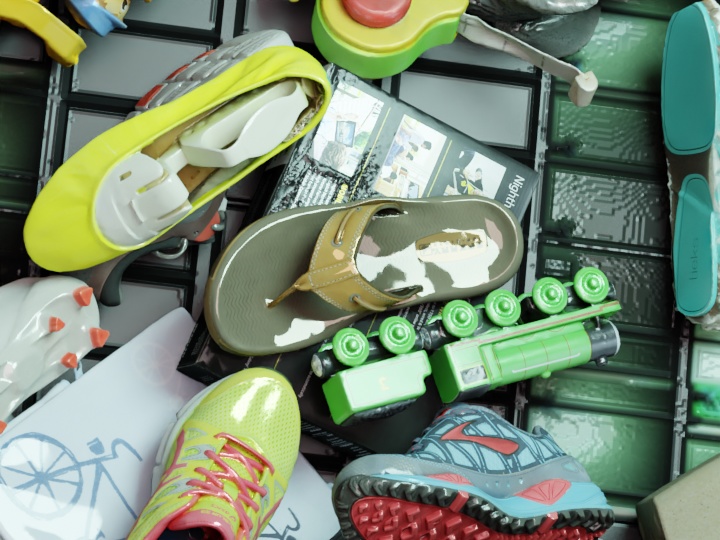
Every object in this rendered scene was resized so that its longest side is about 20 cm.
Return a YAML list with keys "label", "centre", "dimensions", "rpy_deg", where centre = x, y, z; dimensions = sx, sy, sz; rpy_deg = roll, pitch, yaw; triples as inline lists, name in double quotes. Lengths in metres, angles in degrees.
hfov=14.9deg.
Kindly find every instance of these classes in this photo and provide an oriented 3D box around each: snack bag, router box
- label: "snack bag"
  centre: [-0.114, 0.133, 1.585]
  dimensions: [0.189, 0.021, 0.200]
  rpy_deg: [50, 54, 2]
- label: "router box"
  centre: [0.000, 0.000, 1.630]
  dimensions: [0.149, 0.051, 0.200]
  rpy_deg: [27, 77, -14]

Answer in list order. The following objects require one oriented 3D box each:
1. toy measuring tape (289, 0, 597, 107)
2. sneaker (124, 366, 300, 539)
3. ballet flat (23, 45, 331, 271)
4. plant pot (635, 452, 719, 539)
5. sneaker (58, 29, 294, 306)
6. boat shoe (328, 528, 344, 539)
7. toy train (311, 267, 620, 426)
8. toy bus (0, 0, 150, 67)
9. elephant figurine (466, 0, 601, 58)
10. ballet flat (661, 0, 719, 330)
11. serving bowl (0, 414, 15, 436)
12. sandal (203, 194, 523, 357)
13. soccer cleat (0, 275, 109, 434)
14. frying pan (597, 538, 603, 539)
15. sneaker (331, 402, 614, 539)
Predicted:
- label: "toy measuring tape"
  centre: [0.039, -0.131, 1.632]
  dimensions: [0.200, 0.074, 0.074]
  rpy_deg: [28, 77, 6]
- label: "sneaker"
  centre: [-0.082, 0.136, 1.517]
  dimensions: [0.078, 0.090, 0.200]
  rpy_deg: [34, 64, -12]
- label: "ballet flat"
  centre: [-0.099, -0.062, 1.556]
  dimensions: [0.200, 0.067, 0.067]
  rpy_deg: [-34, 119, -14]
- label: "plant pot"
  centre: [0.264, 0.173, 1.592]
  dimensions: [0.177, 0.200, 0.200]
  rpy_deg: [-15, 84, -1]
- label: "sneaker"
  centre: [-0.105, -0.059, 1.632]
  dimensions: [0.200, 0.077, 0.082]
  rpy_deg: [-44, 110, -9]
- label: "boat shoe"
  centre: [0.062, 0.211, 1.582]
  dimensions: [0.200, 0.073, 0.063]
  rpy_deg: [36, 66, 2]
- label: "toy train"
  centre: [0.066, 0.045, 1.594]
  dimensions: [0.200, 0.042, 0.056]
  rpy_deg: [-13, 76, -24]
- label: "toy bus"
  centre: [-0.194, -0.181, 1.605]
  dimensions: [0.200, 0.136, 0.192]
  rpy_deg: [19, 91, -9]
- label: "elephant figurine"
  centre: [0.110, -0.193, 1.666]
  dimensions: [0.200, 0.155, 0.142]
  rpy_deg: [-40, 132, -3]
- label: "ballet flat"
  centre: [0.220, -0.065, 1.675]
  dimensions: [0.072, 0.072, 0.200]
  rpy_deg: [-1, 95, -10]
- label: "serving bowl"
  centre: [-0.268, 0.148, 1.563]
  dimensions: [0.200, 0.066, 0.200]
  rpy_deg: [1, 81, -9]
- label: "sandal"
  centre: [0.006, -0.004, 1.574]
  dimensions: [0.200, 0.054, 0.080]
  rpy_deg: [-11, 90, -18]
- label: "soccer cleat"
  centre: [-0.225, 0.061, 1.540]
  dimensions: [0.200, 0.078, 0.069]
  rpy_deg: [-37, 120, -44]
- label: "frying pan"
  centre: [0.122, 0.251, 1.627]
  dimensions: [0.115, 0.031, 0.190]
  rpy_deg: [2, 83, -7]
- label: "sneaker"
  centre: [0.051, 0.122, 1.576]
  dimensions: [0.200, 0.079, 0.096]
  rpy_deg: [11, 41, -44]
